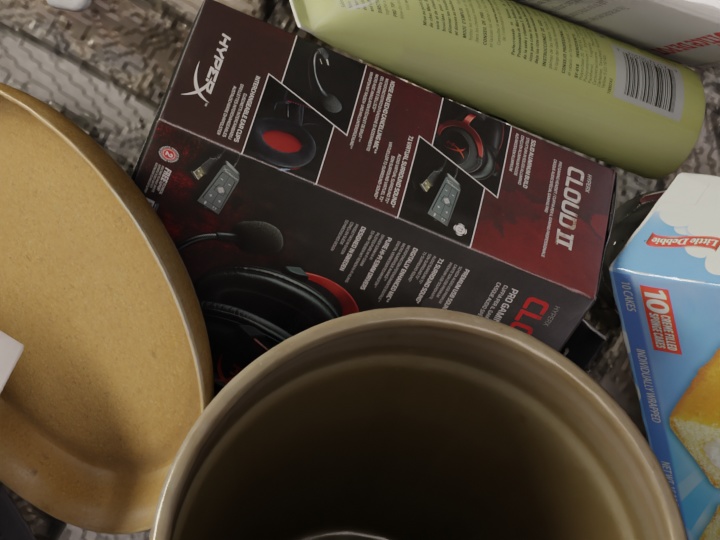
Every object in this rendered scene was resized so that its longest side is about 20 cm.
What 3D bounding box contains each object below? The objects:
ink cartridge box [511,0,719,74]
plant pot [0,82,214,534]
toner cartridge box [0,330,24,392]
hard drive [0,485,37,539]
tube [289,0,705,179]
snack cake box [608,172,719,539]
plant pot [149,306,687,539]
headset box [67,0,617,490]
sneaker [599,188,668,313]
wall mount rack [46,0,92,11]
[{"bbox_3d":[0.082,-0.150,0.866,0.198,0.146,0.086,19,90,-7],"label":"ink cartridge box"},{"bbox_3d":[-0.127,0.011,0.851,0.027,0.199,0.201,-35,98,-39],"label":"plant pot"},{"bbox_3d":[-0.212,0.091,0.797,0.095,0.043,0.201,33,61,-16],"label":"toner cartridge box"},{"bbox_3d":[-0.157,0.197,0.867,0.134,0.042,0.201,-30,58,-3],"label":"hard drive"},{"bbox_3d":[0.051,-0.090,0.882,0.199,0.058,0.052,18,82,-30],"label":"tube"},{"bbox_3d":[0.180,0.065,0.862,0.067,0.114,0.201,-48,135,-37],"label":"snack cake box"},{"bbox_3d":[0.009,0.137,0.828,0.198,0.174,0.202,4,69,-10],"label":"plant pot"},{"bbox_3d":[0.000,0.000,0.863,0.199,0.149,0.075,22,47,-8],"label":"headset box"},{"bbox_3d":[0.201,0.016,0.905,0.198,0.116,0.076,17,92,-7],"label":"sneaker"},{"bbox_3d":[-0.148,-0.204,0.861,0.198,0.074,0.175,14,95,-27],"label":"wall mount rack"}]
